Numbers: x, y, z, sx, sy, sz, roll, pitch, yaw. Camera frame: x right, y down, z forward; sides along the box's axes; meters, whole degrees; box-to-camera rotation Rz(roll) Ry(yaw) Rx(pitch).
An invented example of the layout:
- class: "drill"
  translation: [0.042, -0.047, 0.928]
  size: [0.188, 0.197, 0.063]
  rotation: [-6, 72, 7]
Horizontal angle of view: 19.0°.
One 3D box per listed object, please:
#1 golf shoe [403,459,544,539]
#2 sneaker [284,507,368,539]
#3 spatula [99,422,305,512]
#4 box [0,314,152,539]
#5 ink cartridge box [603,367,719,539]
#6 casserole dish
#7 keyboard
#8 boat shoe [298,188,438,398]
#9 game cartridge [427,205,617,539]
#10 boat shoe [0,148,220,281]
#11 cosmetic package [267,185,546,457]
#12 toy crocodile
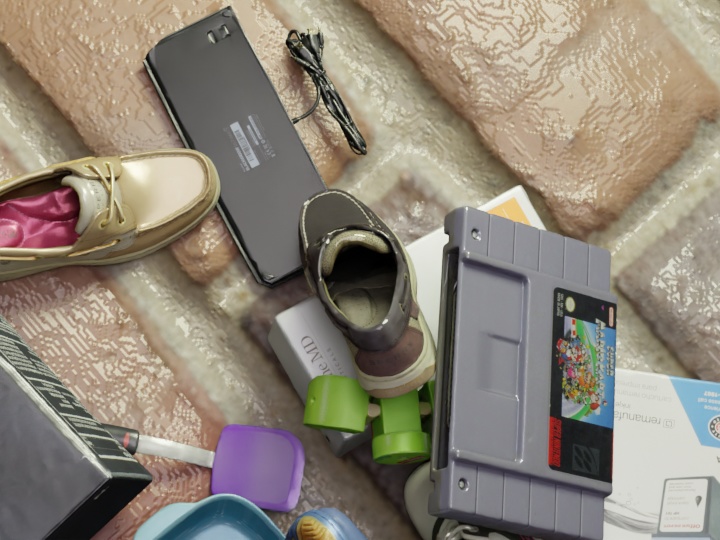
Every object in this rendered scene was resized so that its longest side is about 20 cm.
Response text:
- class: "golf shoe"
  translation: [0.080, 0.175, 1.407]
  size: [0.088, 0.200, 0.077]
  rotation: [20, 102, -41]
- class: "sneaker"
  translation: [0.027, 0.215, 1.303]
  size: [0.088, 0.075, 0.200]
  rotation: [-39, 111, -28]
- class: "spatula"
  translation: [-0.137, 0.122, 1.474]
  size: [0.199, 0.021, 0.057]
  rotation: [11, 76, -4]
- class: "box"
  translation: [-0.250, 0.100, 1.365]
  size: [0.123, 0.200, 0.198]
  rotation: [-44, 84, -3]
- class: "ink cartridge box"
  translation: [0.196, 0.176, 1.468]
  size: [0.146, 0.086, 0.201]
  rotation: [8, 73, -3]
- class: "casserole dish"
  translation: [-0.077, 0.244, 1.442]
  size: [0.121, 0.039, 0.200]
  rotation: [-39, 84, -15]
- class: "keyboard"
  translation: [-0.061, -0.099, 1.540]
  size: [0.127, 0.021, 0.200]
  rotation: [-26, 82, -6]
- class: "boat shoe"
  translation: [0.000, 0.000, 1.410]
  size: [0.072, 0.065, 0.200]
  rotation: [-19, 39, -1]
- class: "game cartridge"
  translation: [0.107, 0.068, 1.376]
  size: [0.129, 0.038, 0.201]
  rotation: [13, 69, -27]
- class: "boat shoe"
  translation: [-0.192, -0.041, 1.482]
  size: [0.199, 0.069, 0.074]
  rotation: [-19, 80, -10]
- class: "cosmetic package"
  translation: [0.047, 0.035, 1.493]
  size: [0.200, 0.071, 0.102]
  rotation: [-29, 81, -12]
- class: "toy crocodile"
  translation: [0.062, 0.092, 1.418]
  size: [0.199, 0.062, 0.068]
  rotation: [-2, 74, -13]
